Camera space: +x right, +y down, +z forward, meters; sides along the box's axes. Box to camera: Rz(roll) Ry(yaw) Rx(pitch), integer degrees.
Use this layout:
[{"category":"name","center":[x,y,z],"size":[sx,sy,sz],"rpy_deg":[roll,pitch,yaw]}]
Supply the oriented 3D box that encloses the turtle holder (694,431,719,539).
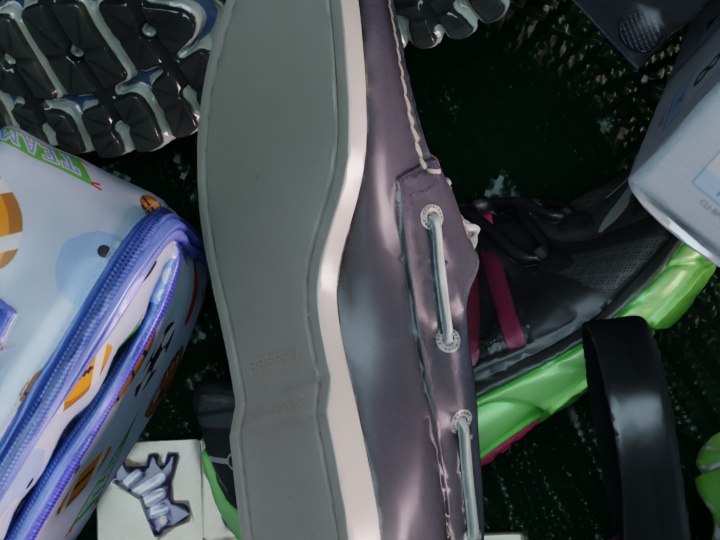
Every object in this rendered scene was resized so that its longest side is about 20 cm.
[{"category":"turtle holder","center":[0.170,0.087,0.817],"size":[0.185,0.141,0.132],"rpy_deg":[16,90,-6]}]

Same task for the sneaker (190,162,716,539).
[{"category":"sneaker","center":[0.035,0.008,0.850],"size":[0.200,0.077,0.084],"rpy_deg":[-35,87,-7]}]

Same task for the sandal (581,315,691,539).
[{"category":"sandal","center":[0.073,0.112,0.811],"size":[0.048,0.075,0.201],"rpy_deg":[-10,101,-1]}]

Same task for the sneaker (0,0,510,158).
[{"category":"sneaker","center":[-0.039,-0.095,0.857],"size":[0.199,0.089,0.079],"rpy_deg":[-11,119,15]}]

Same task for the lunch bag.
[{"category":"lunch bag","center":[-0.116,0.061,0.799],"size":[0.075,0.160,0.201],"rpy_deg":[29,87,2]}]

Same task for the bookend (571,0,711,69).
[{"category":"bookend","center":[0.133,-0.173,0.818],"size":[0.200,0.199,0.092],"rpy_deg":[-43,90,19]}]

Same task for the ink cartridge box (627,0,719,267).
[{"category":"ink cartridge box","center":[0.160,-0.108,0.776],"size":[0.047,0.160,0.200],"rpy_deg":[38,119,-4]}]

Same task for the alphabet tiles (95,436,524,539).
[{"category":"alphabet tiles","center":[-0.029,0.151,0.881],"size":[0.166,0.006,0.201],"rpy_deg":[-2,89,-2]}]

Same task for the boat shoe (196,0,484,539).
[{"category":"boat shoe","center":[0.000,0.000,0.797],"size":[0.063,0.073,0.201],"rpy_deg":[-2,88,-37]}]
